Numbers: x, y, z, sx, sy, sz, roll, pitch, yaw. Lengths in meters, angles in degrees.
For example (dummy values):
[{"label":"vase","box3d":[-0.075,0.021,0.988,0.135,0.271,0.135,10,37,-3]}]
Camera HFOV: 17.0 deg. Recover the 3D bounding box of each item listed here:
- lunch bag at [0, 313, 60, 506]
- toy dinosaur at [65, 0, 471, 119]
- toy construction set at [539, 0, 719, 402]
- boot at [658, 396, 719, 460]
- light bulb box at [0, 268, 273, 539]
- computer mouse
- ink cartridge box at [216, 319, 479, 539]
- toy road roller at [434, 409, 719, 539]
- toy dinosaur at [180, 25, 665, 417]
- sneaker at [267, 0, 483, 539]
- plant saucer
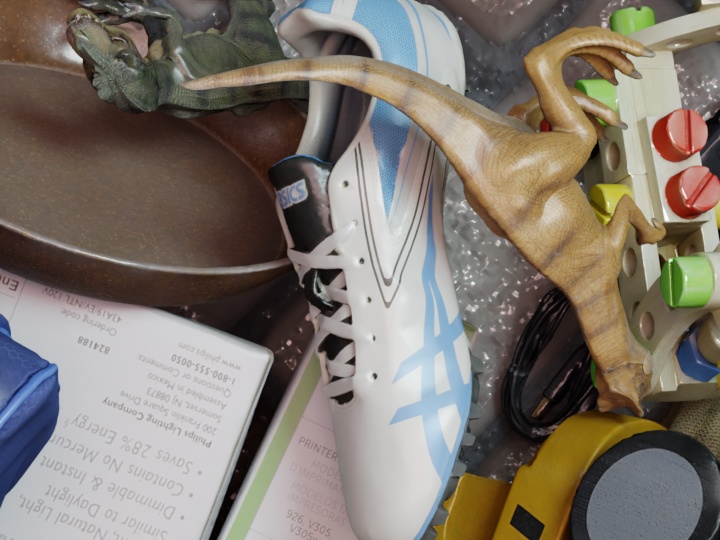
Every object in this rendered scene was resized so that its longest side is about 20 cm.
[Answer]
[{"label":"lunch bag","box3d":[-0.165,0.059,0.755,0.132,0.200,0.136,35,81,-2]},{"label":"toy dinosaur","box3d":[-0.053,-0.090,0.946,0.088,0.199,0.048,48,124,32]},{"label":"toy construction set","box3d":[0.127,-0.034,0.890,0.091,0.131,0.202,13,72,-18]},{"label":"boot","box3d":[0.150,0.149,0.930,0.155,0.073,0.201,30,69,-3]},{"label":"light bulb box","box3d":[-0.157,0.089,0.915,0.197,0.125,0.201,22,87,-1]},{"label":"computer mouse","box3d":[0.128,-0.011,0.982,0.200,0.034,0.059,-45,106,1]},{"label":"ink cartridge box","box3d":[-0.002,0.055,0.933,0.059,0.104,0.201,24,86,0]},{"label":"toy road roller","box3d":[0.069,0.147,0.844,0.145,0.123,0.201,10,70,38]},{"label":"toy dinosaur","box3d":[0.050,-0.036,0.803,0.200,0.060,0.106,44,57,-17]},{"label":"sneaker","box3d":[0.000,0.000,0.844,0.072,0.072,0.202,4,78,-27]},{"label":"plant saucer","box3d":[-0.103,-0.045,0.908,0.199,0.201,0.035,23,118,0]}]
